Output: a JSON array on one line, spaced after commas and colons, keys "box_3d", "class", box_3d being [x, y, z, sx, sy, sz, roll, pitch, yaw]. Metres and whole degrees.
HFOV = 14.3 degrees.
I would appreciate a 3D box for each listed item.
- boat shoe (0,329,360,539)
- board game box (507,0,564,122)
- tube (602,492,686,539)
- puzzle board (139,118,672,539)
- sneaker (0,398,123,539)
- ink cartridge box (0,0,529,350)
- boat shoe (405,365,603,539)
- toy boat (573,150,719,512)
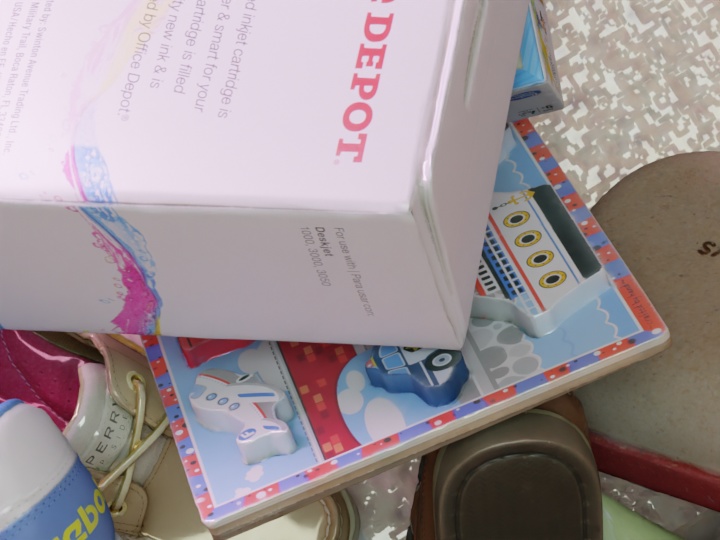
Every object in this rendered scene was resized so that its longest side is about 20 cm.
[{"box_3d": [-0.094, 0.056, 0.974, 0.199, 0.069, 0.074, 25, 84, 4], "class": "boat shoe"}, {"box_3d": [-0.040, -0.098, 0.983, 0.199, 0.034, 0.135, -13, 75, 12], "class": "board game box"}, {"box_3d": [0.153, 0.145, 0.969, 0.199, 0.052, 0.058, 21, 49, 7], "class": "tube"}, {"box_3d": [0.000, 0.000, 0.932, 0.150, 0.200, 0.017, -23, 122, -2], "class": "puzzle board"}, {"box_3d": [-0.159, 0.069, 0.933, 0.199, 0.082, 0.074, 2, 37, 37], "class": "sneaker"}, {"box_3d": [-0.056, -0.058, 0.893, 0.199, 0.085, 0.145, 2, 57, 17], "class": "ink cartridge box"}, {"box_3d": [0.049, 0.111, 0.937, 0.072, 0.068, 0.201, 2, 125, -7], "class": "boat shoe"}, {"box_3d": [0.151, 0.051, 0.949, 0.199, 0.131, 0.131, 18, 50, 36], "class": "toy boat"}]
